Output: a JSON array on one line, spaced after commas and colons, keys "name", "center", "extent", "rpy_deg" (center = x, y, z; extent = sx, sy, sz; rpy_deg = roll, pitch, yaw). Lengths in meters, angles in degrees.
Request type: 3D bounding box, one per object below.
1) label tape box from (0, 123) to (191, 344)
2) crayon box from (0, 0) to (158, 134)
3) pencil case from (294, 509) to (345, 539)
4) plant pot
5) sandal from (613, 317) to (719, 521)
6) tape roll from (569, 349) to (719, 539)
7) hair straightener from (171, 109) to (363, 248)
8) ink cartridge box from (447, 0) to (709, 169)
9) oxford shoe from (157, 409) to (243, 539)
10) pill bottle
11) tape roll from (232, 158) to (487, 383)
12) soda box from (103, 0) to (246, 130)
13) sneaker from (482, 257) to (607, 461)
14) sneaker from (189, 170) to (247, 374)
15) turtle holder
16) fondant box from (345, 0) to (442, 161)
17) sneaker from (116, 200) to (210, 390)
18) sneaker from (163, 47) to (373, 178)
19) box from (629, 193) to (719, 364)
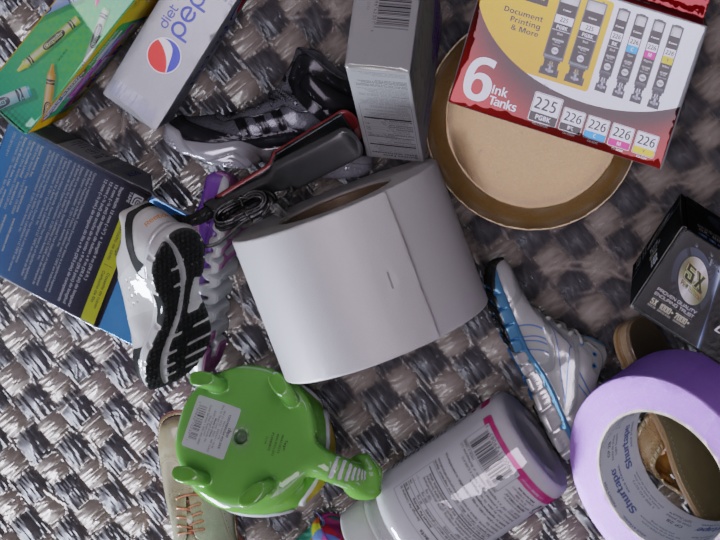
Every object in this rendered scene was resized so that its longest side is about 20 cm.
[{"name": "label tape box", "center": [-0.264, -0.039, 1.772], "extent": [0.199, 0.066, 0.144], "rpy_deg": [26, 104, 8]}, {"name": "crayon box", "center": [-0.252, -0.224, 1.712], "extent": [0.058, 0.119, 0.200], "rpy_deg": [42, 105, -1]}, {"name": "pencil case", "center": [-0.069, 0.325, 1.816], "extent": [0.088, 0.088, 0.200], "rpy_deg": [42, 107, -1]}, {"name": "plant pot", "center": [0.158, -0.138, 1.709], "extent": [0.198, 0.027, 0.202], "rpy_deg": [2, 102, 8]}, {"name": "sandal", "center": [0.279, 0.150, 1.743], "extent": [0.069, 0.077, 0.213], "rpy_deg": [-24, 91, 45]}, {"name": "tape roll", "center": [0.284, 0.175, 1.644], "extent": [0.199, 0.065, 0.202], "rpy_deg": [21, 123, 35]}, {"name": "hair straightener", "center": [-0.087, -0.075, 1.665], "extent": [0.199, 0.077, 0.041], "rpy_deg": [-25, 119, 10]}, {"name": "ink cartridge box", "center": [0.198, -0.206, 1.631], "extent": [0.198, 0.084, 0.177], "rpy_deg": [17, 104, 6]}, {"name": "oxford shoe", "center": [-0.156, 0.236, 1.817], "extent": [0.070, 0.074, 0.202], "rpy_deg": [-16, 99, 12]}, {"name": "pill bottle", "center": [0.086, 0.214, 1.752], "extent": [0.199, 0.113, 0.114], "rpy_deg": [-36, 94, 15]}, {"name": "tape roll", "center": [0.000, 0.000, 1.676], "extent": [0.201, 0.203, 0.140], "rpy_deg": [-19, 99, 13]}, {"name": "soda box", "center": [-0.157, -0.232, 1.720], "extent": [0.063, 0.068, 0.201], "rpy_deg": [34, 106, 0]}, {"name": "sneaker", "center": [0.181, 0.071, 1.737], "extent": [0.086, 0.075, 0.201], "rpy_deg": [-26, 100, 1]}, {"name": "sneaker", "center": [-0.165, -0.001, 1.770], "extent": [0.088, 0.080, 0.202], "rpy_deg": [16, 105, 13]}, {"name": "turtle holder", "center": [-0.076, 0.161, 1.746], "extent": [0.184, 0.132, 0.142], "rpy_deg": [-16, 69, 19]}, {"name": "fondant box", "center": [0.032, -0.199, 1.606], "extent": [0.058, 0.200, 0.146], "rpy_deg": [6, 73, 6]}, {"name": "sneaker", "center": [-0.185, 0.021, 1.702], "extent": [0.080, 0.073, 0.201], "rpy_deg": [40, 138, 35]}, {"name": "sneaker", "center": [-0.081, -0.153, 1.724], "extent": [0.198, 0.076, 0.115], "rpy_deg": [7, 103, 2]}, {"name": "box", "center": [0.345, 0.032, 1.644], "extent": [0.199, 0.164, 0.087], "rpy_deg": [33, 105, 2]}]
